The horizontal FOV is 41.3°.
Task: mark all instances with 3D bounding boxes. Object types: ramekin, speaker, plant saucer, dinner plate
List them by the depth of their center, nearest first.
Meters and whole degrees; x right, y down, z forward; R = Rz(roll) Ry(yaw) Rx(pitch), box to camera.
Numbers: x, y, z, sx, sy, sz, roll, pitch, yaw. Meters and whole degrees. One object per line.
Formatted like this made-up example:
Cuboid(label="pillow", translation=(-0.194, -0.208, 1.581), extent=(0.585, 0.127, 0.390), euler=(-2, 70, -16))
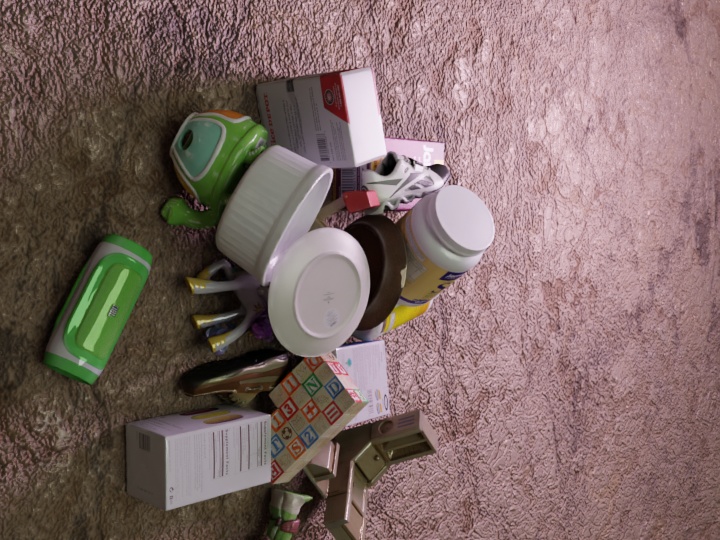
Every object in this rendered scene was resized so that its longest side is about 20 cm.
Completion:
Cuboid(label="speaker", translation=(-0.368, 0.054, 1.342), extent=(0.088, 0.088, 0.202), euler=(37, 68, -40))
Cuboid(label="ramekin", translation=(-0.131, -0.087, 1.419), extent=(0.097, 0.201, 0.202), euler=(30, 65, 5))
Cuboid(label="dinner plate", translation=(-0.055, 0.036, 1.455), extent=(0.198, 0.024, 0.203), euler=(-14, 112, -38))
Cuboid(label="plant saucer", translation=(0.000, 0.000, 1.625), extent=(0.034, 0.199, 0.203), euler=(12, 85, -41))

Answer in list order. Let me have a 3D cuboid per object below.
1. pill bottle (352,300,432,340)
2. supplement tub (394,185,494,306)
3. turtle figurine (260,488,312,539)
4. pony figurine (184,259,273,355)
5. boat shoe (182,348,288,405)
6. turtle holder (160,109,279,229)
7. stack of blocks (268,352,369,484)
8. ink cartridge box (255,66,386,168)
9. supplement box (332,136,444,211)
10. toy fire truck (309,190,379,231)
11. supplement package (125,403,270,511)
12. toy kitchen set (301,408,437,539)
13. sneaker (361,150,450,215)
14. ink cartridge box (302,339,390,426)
Cuboid(label="pill bottle", translation=(0.059, 0.047, 1.750), extent=(0.199, 0.108, 0.111), euler=(-23, 109, -41))
Cuboid(label="supplement tub", translation=(0.122, -0.042, 1.637), extent=(0.144, 0.200, 0.147), euler=(17, 55, -26))
Cuboid(label="turtle figurine", translation=(-0.110, 0.475, 1.598), extent=(0.144, 0.197, 0.197), euler=(58, 43, -73))
Cuboid(label="pony figurine", translation=(-0.166, 0.053, 1.517), extent=(0.198, 0.166, 0.196), euler=(-24, 102, -25))
Cuboid(label="boat shoe", translation=(-0.193, 0.181, 1.535), extent=(0.198, 0.075, 0.075), euler=(-10, 104, -43))
Cuboid(label="turtle holder", translation=(-0.220, -0.157, 1.448), extent=(0.187, 0.131, 0.141), euler=(-62, 176, 33))
Cuboid(label="stack of blocks", translation=(-0.097, 0.238, 1.562), extent=(0.200, 0.115, 0.058), euler=(-46, 158, 12))
Cuboid(label="ink cartridge box", translation=(-0.066, -0.243, 1.540), extent=(0.083, 0.198, 0.146), euler=(-24, 110, -44))
Cuboid(label="supplement box", translation=(0.052, -0.172, 1.730), extent=(0.198, 0.102, 0.133), euler=(-5, 96, -45))
Cuboid(label="toy fire truck", translation=(-0.056, -0.047, 1.583), extent=(0.049, 0.197, 0.143), euler=(-20, 97, -69))
Cuboid(label="supplement package", translation=(-0.246, 0.280, 1.462), extent=(0.198, 0.113, 0.111), euler=(-5, 98, -46))
Cuboid(label="toy kitchen set", translation=(0.017, 0.331, 1.633), extent=(0.164, 0.178, 0.201), euler=(58, 24, -33))
Cuboid(label="sneaker", translation=(0.080, -0.167, 1.634), extent=(0.199, 0.074, 0.090), euler=(-26, 113, -40))
Cuboid(label="ink cartridge box", translation=(-0.014, 0.197, 1.685), extent=(0.199, 0.075, 0.139), euler=(-2, 87, -57))
